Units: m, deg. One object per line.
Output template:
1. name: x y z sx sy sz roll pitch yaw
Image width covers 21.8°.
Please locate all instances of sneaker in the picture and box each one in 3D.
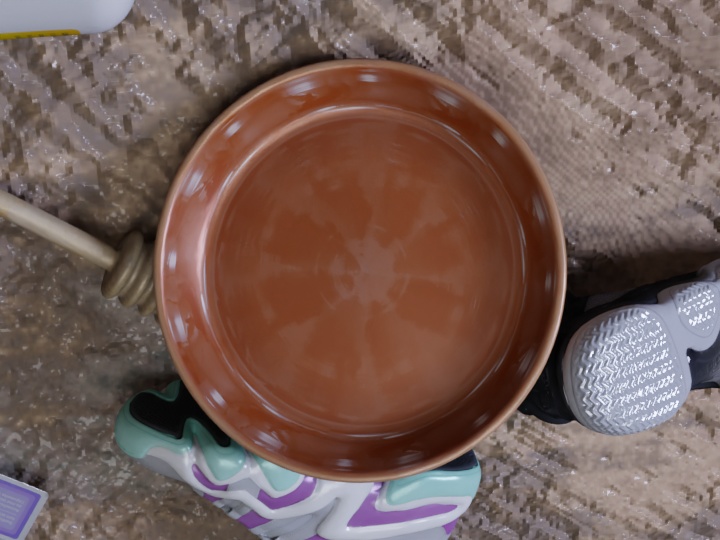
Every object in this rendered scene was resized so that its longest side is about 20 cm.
1. sneaker: -0.045 0.140 1.000 0.198 0.078 0.141 12 117 -14
2. sneaker: 0.148 0.032 0.967 0.199 0.113 0.076 -14 100 -39

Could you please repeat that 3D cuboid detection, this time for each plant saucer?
1. plant saucer: 0.000 0.000 0.901 0.199 0.032 0.202 0 89 8

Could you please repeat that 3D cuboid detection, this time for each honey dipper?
1. honey dipper: -0.165 -0.030 0.913 0.199 0.038 0.038 30 113 -18

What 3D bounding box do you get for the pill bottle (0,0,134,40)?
1. pill bottle: -0.160 -0.150 0.800 0.198 0.104 0.105 -4 121 -5

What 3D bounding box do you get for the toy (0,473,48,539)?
1. toy: -0.261 0.182 1.014 0.115 0.047 0.201 23 114 -18
